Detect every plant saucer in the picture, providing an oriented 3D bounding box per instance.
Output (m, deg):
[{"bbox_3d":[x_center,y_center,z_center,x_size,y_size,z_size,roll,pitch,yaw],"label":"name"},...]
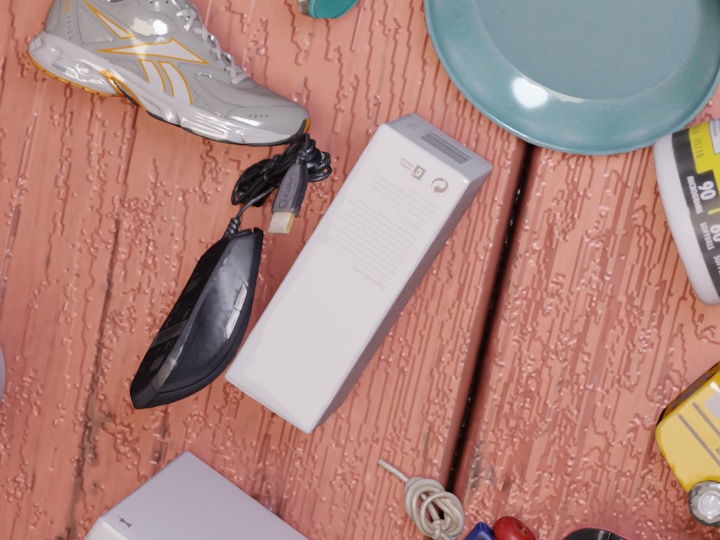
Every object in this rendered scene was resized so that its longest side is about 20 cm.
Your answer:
[{"bbox_3d":[0.140,-0.167,1.526,0.199,0.036,0.201,11,128,15],"label":"plant saucer"}]

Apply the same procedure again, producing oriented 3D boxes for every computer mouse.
[{"bbox_3d":[-0.073,0.005,1.545,0.046,0.140,0.200,33,64,-15],"label":"computer mouse"}]

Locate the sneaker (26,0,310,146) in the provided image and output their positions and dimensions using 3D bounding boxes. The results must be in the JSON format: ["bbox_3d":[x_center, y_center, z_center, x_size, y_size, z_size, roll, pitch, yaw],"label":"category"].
[{"bbox_3d":[-0.121,-0.146,1.597,0.199,0.076,0.092,22,98,7],"label":"sneaker"}]

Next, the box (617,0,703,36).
[{"bbox_3d":[0.230,-0.252,1.525,0.119,0.041,0.201,21,104,8],"label":"box"}]

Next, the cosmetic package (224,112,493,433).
[{"bbox_3d":[0.000,0.000,1.578,0.071,0.101,0.200,33,103,6],"label":"cosmetic package"}]

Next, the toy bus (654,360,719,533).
[{"bbox_3d":[0.273,0.160,1.565,0.078,0.065,0.200,-41,88,13],"label":"toy bus"}]

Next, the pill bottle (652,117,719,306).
[{"bbox_3d":[0.293,-0.059,1.502,0.199,0.114,0.115,-18,94,14],"label":"pill bottle"}]

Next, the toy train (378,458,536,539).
[{"bbox_3d":[0.073,0.209,1.586,0.200,0.116,0.085,42,104,3],"label":"toy train"}]

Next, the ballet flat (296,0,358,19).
[{"bbox_3d":[0.010,-0.258,1.564,0.072,0.072,0.200,35,101,5],"label":"ballet flat"}]

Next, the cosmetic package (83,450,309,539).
[{"bbox_3d":[-0.147,0.250,1.595,0.123,0.199,0.200,34,104,5],"label":"cosmetic package"}]

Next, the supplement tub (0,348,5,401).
[{"bbox_3d":[-0.329,0.086,1.607,0.144,0.200,0.145,2,100,11],"label":"supplement tub"}]

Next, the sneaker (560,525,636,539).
[{"bbox_3d":[0.224,0.217,1.554,0.200,0.087,0.074,23,94,30],"label":"sneaker"}]
